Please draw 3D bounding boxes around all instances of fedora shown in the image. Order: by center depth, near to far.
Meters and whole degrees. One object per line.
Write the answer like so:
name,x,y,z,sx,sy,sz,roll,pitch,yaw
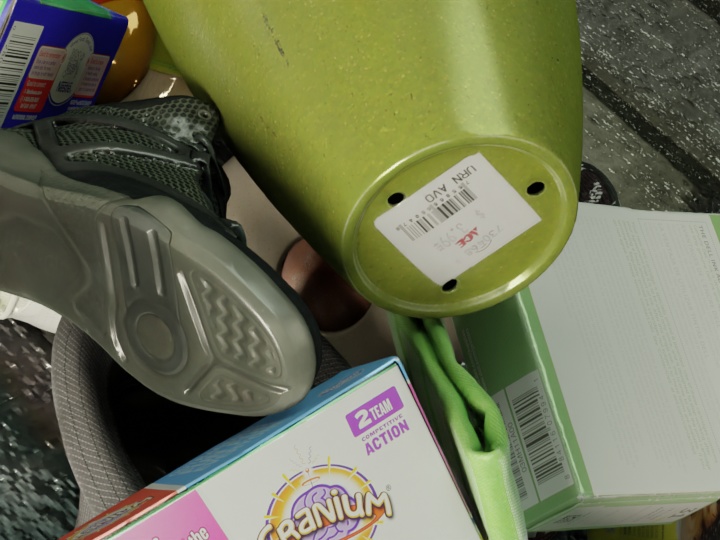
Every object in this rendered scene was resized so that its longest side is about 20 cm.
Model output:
fedora,-0.056,0.101,0.830,0.176,0.090,0.200,0,45,-47

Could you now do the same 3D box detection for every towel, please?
towel,0.059,0.117,0.833,0.031,0.201,0.149,-18,29,-6

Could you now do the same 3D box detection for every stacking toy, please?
stacking toy,0.000,0.000,1.046,0.146,0.146,0.200,40,10,6

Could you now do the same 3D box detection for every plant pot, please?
plant pot,0.013,-0.082,0.843,0.187,0.187,0.200,18,36,-31

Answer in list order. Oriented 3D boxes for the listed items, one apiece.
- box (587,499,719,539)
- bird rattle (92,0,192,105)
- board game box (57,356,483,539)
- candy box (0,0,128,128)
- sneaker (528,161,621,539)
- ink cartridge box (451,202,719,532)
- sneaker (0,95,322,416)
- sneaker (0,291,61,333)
box,0.171,0.104,1.086,0.050,0.076,0.200,5,20,23
bird rattle,-0.113,-0.134,1.039,0.113,0.163,0.200,17,34,-55
board game box,-0.007,0.152,0.718,0.153,0.040,0.201,-28,96,-36
candy box,-0.221,-0.125,0.908,0.199,0.077,0.169,25,7,7
sneaker,0.083,0.049,1.030,0.075,0.116,0.201,9,57,3
ink cartridge box,0.134,0.041,0.951,0.199,0.048,0.146,4,61,-42
sneaker,-0.068,-0.015,0.787,0.114,0.077,0.199,-25,35,-38
sneaker,-0.179,-0.007,0.891,0.200,0.071,0.080,23,35,-8
